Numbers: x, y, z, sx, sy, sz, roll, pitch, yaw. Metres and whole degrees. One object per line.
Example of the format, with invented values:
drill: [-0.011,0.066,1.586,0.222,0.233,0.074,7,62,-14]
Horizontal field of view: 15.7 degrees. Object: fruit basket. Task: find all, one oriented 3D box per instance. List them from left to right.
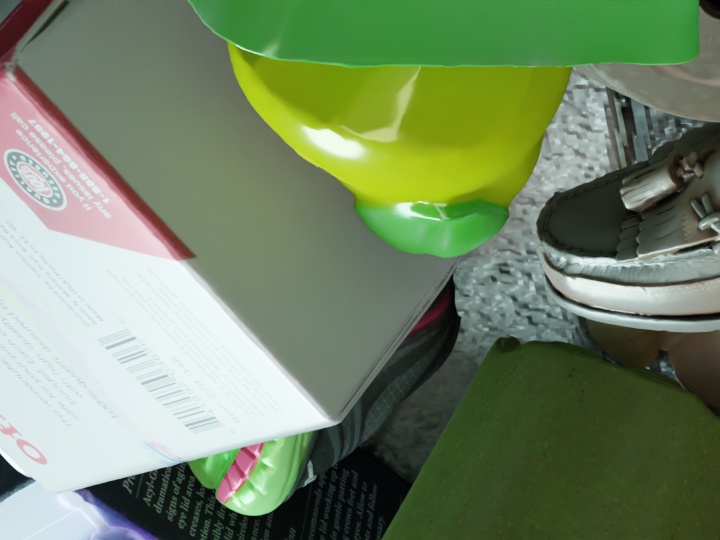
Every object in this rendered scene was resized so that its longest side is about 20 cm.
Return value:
fruit basket: [-0.004,-0.093,0.692,0.155,0.216,0.216,-1,145,-28]

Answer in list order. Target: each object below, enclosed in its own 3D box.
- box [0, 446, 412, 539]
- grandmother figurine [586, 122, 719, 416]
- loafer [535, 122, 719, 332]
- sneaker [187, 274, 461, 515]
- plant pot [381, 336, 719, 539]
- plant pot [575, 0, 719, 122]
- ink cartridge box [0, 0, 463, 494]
box: [-0.085,0.113,1.037,0.200,0.105,0.148,37,132,-27]
grandmother figurine: [0.170,-0.018,0.882,0.121,0.061,0.200,21,140,-25]
loafer: [0.142,-0.028,0.805,0.199,0.072,0.063,-4,136,27]
sneaker: [0.000,0.000,0.933,0.077,0.084,0.200,47,125,19]
plant pot: [0.073,0.132,0.925,0.199,0.191,0.200,22,173,3]
plant pot: [0.109,-0.110,0.767,0.200,0.093,0.201,6,139,5]
ink cartridge box: [-0.083,-0.015,0.832,0.148,0.086,0.200,47,151,-17]
